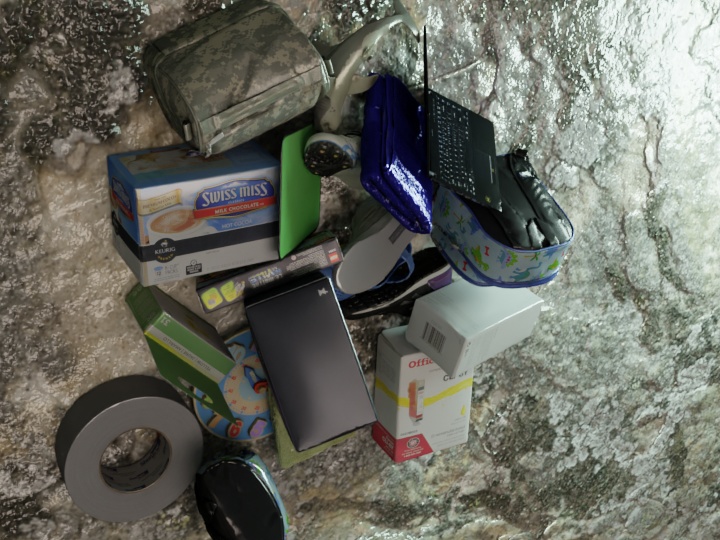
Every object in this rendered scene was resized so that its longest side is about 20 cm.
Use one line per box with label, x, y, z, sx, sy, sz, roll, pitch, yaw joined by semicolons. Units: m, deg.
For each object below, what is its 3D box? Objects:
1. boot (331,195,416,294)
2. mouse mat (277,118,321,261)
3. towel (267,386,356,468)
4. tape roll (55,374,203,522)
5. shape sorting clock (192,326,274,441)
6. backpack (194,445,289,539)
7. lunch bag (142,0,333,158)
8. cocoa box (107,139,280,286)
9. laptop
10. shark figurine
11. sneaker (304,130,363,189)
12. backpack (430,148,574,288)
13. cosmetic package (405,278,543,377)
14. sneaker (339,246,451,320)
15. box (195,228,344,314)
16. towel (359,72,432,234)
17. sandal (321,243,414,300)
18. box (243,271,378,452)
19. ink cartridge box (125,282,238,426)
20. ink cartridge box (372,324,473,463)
boot;0.013;-0.045;1.447;0.200;0.095;0.074;-44;119;-23
mouse mat;-0.078;-0.112;1.335;0.007;0.200;0.163;6;107;12
towel;-0.073;0.205;1.539;0.147;0.036;0.202;-23;130;-24
tape roll;-0.326;0.252;1.429;0.198;0.066;0.203;-13;118;-26
shape sorting clock;-0.154;0.171;1.506;0.198;0.039;0.202;-13;118;-25
backpack;-0.178;0.339;1.478;0.153;0.200;0.164;-29;91;-29
lunch bag;-0.150;-0.229;1.236;0.199;0.168;0.141;-28;124;-15
cocoa box;-0.209;-0.082;1.293;0.198;0.133;0.133;-12;119;-25
laptop;0.140;-0.208;1.395;0.198;0.179;0.103;22;139;-26
shark figurine;-0.017;-0.291;1.328;0.215;0.089;0.128;-52;155;-1
sneaker;-0.024;-0.160;1.368;0.200;0.071;0.074;17;68;-69
backpack;0.212;-0.061;1.509;0.181;0.201;0.148;-10;138;-27
cosmetic package;0.178;0.074;1.571;0.199;0.113;0.082;-19;136;-41
sneaker;0.061;0.046;1.554;0.198;0.076;0.088;-24;128;-19
box;-0.125;-0.001;1.371;0.198;0.110;0.035;-21;101;-6
towel;0.059;-0.164;1.385;0.049;0.202;0.147;-23;135;32
sandal;0.000;0.000;1.487;0.198;0.087;0.080;-28;126;-14
box;-0.074;0.112;1.357;0.122;0.198;0.202;-20;95;-7
ink cartridge box;-0.225;0.105;1.332;0.048;0.200;0.145;-48;127;2
ink cartridge box;0.102;0.192;1.639;0.144;0.083;0.202;-11;118;-25
